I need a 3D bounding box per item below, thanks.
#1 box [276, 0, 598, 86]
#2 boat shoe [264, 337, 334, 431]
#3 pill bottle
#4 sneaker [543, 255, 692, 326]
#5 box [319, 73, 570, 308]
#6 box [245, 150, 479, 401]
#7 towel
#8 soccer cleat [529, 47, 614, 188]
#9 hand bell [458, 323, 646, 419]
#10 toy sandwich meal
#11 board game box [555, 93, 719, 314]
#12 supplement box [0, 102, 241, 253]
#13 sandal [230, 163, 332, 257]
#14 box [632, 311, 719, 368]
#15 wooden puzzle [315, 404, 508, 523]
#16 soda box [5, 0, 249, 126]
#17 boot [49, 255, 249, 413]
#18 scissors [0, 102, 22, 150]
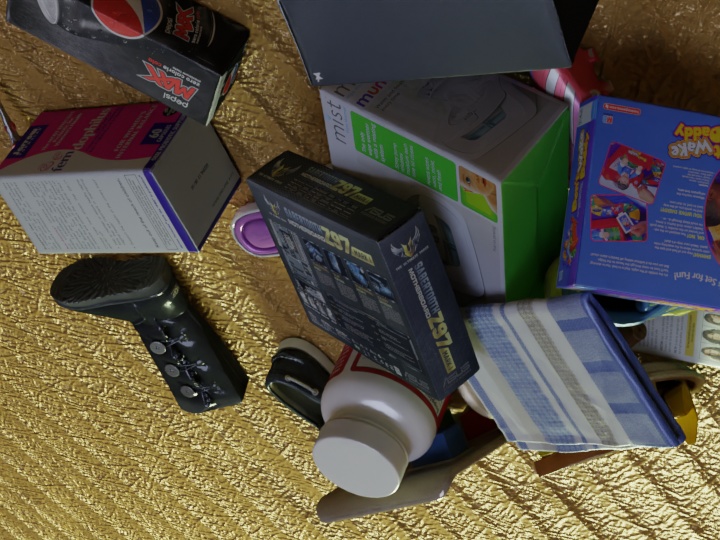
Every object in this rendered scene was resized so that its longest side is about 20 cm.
[{"bbox_3d":[0.063,-0.203,0.922,0.197,0.142,0.079,0,136,29],"label":"box"},{"bbox_3d":[-0.025,0.158,1.445,0.199,0.061,0.075,39,140,-15],"label":"boat shoe"},{"bbox_3d":[0.030,0.103,1.237,0.111,0.201,0.113,16,141,13],"label":"pill bottle"},{"bbox_3d":[0.244,0.008,1.032,0.197,0.105,0.077,-15,101,2],"label":"sneaker"},{"bbox_3d":[0.071,-0.069,1.062,0.175,0.097,0.201,29,150,26],"label":"box"},{"bbox_3d":[0.000,0.000,1.079,0.199,0.051,0.159,26,146,51],"label":"box"},{"bbox_3d":[0.147,0.081,1.033,0.148,0.024,0.199,55,151,-14],"label":"towel"},{"bbox_3d":[0.171,-0.104,1.028,0.076,0.067,0.200,-27,124,28],"label":"soccer cleat"},{"bbox_3d":[0.175,0.066,1.160,0.104,0.105,0.199,41,151,-17],"label":"hand bell"},{"bbox_3d":[0.225,0.141,1.197,0.202,0.071,0.206,-13,161,-4],"label":"toy sandwich meal"},{"bbox_3d":[0.248,-0.040,0.957,0.197,0.137,0.045,9,177,-8],"label":"board game box"},{"bbox_3d":[-0.230,-0.085,1.257,0.197,0.102,0.104,-2,134,31],"label":"supplement box"},{"bbox_3d":[-0.046,-0.041,1.241,0.201,0.050,0.083,-20,123,43],"label":"sandal"},{"bbox_3d":[0.298,0.037,1.128,0.197,0.049,0.083,12,140,19],"label":"box"},{"bbox_3d":[0.068,0.172,1.313,0.184,0.199,0.047,-21,96,43],"label":"wooden puzzle"},{"bbox_3d":[-0.198,-0.207,1.132,0.198,0.064,0.071,27,142,0],"label":"soda box"},{"bbox_3d":[-0.231,0.075,1.477,0.163,0.066,0.201,0,139,33],"label":"boot"},{"bbox_3d":[-0.336,-0.126,1.305,0.014,0.074,0.202,-16,128,7],"label":"scissors"}]
